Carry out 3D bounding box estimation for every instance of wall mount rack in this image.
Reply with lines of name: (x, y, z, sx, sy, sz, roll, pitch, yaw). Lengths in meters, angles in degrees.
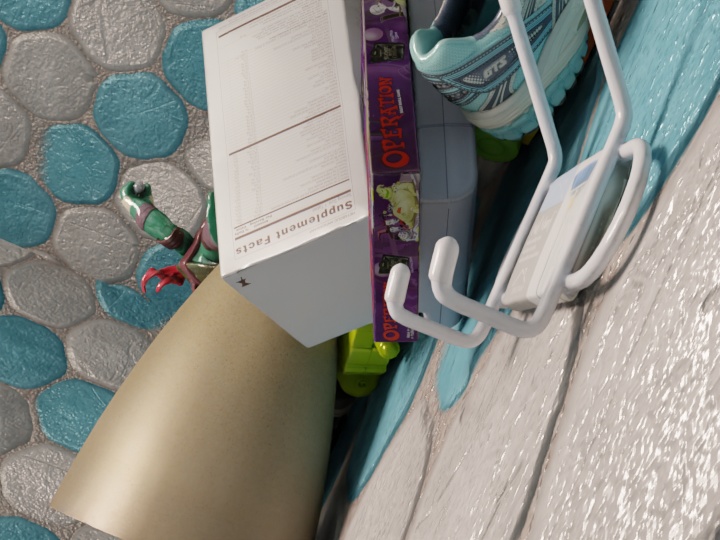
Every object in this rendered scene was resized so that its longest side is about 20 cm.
wall mount rack: (0.072, -0.055, 0.680, 0.200, 0.074, 0.175, 148, 145, -80)

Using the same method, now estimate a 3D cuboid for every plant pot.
plant pot: (-0.093, 0.104, 1.093, 0.187, 0.186, 0.202, 140, 152, -80)

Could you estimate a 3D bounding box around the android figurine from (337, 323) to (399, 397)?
android figurine: (0.000, 0.000, 1.138, 0.200, 0.041, 0.184, -126, 40, -68)

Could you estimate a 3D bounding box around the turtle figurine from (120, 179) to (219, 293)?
turtle figurine: (-0.101, -0.027, 1.199, 0.200, 0.148, 0.102, 179, 86, -67)

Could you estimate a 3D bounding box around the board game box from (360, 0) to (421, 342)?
board game box: (0.015, -0.076, 0.839, 0.121, 0.032, 0.201, 83, -177, -45)

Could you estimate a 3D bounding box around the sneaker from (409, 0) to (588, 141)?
sneaker: (0.091, -0.169, 0.778, 0.077, 0.086, 0.201, 23, 88, 55)

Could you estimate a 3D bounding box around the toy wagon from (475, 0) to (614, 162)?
toy wagon: (0.104, -0.138, 0.924, 0.200, 0.039, 0.156, 120, 172, -62)

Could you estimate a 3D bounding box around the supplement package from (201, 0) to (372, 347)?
supplement package: (-0.025, -0.073, 1.019, 0.113, 0.109, 0.202, -21, 55, 21)

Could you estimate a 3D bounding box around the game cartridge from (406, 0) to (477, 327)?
game cartridge: (0.043, -0.084, 0.910, 0.134, 0.040, 0.201, 84, -177, -51)

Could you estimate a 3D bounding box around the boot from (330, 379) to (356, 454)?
boot: (-0.049, 0.121, 1.274, 0.200, 0.073, 0.152, -92, 24, -71)
